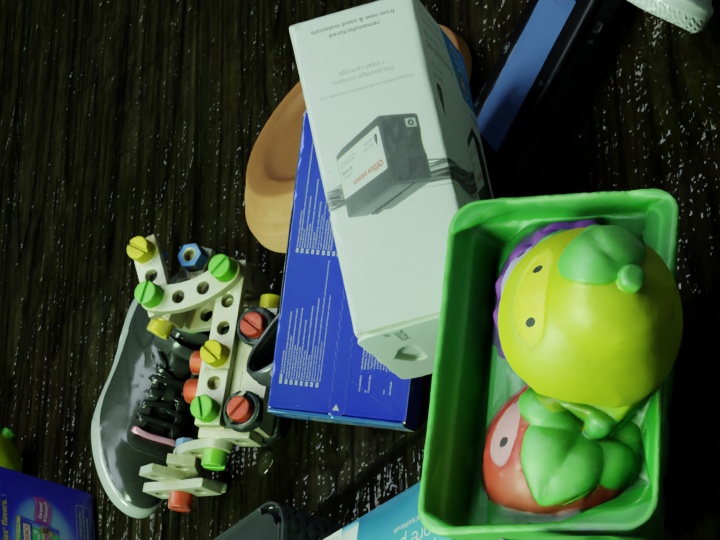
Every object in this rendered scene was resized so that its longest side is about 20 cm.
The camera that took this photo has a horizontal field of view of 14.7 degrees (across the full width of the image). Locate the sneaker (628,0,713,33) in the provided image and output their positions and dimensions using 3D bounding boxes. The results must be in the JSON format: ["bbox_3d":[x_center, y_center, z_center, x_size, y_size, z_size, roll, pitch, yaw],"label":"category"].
[{"bbox_3d":[0.190,-0.236,1.701,0.115,0.075,0.200,-57,27,28],"label":"sneaker"}]

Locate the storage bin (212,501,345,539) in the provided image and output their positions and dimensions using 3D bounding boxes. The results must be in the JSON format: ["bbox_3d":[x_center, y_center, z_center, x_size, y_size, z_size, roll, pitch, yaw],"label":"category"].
[{"bbox_3d":[-0.070,0.252,1.813,0.200,0.094,0.136,-39,40,45],"label":"storage bin"}]

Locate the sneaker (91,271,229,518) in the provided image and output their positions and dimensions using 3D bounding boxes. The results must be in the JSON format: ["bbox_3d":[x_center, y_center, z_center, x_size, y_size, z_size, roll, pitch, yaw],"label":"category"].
[{"bbox_3d":[-0.144,0.081,2.085,0.099,0.071,0.201,-39,35,51],"label":"sneaker"}]

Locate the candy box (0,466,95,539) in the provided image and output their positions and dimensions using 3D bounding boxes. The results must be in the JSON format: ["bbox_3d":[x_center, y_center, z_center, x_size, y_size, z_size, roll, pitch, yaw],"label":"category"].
[{"bbox_3d":[-0.303,0.226,2.132,0.077,0.199,0.169,-48,34,34],"label":"candy box"}]

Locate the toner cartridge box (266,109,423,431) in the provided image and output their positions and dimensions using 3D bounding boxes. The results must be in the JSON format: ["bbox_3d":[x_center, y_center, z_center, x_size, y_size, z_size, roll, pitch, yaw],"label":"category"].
[{"bbox_3d":[0.000,0.000,1.826,0.043,0.095,0.201,33,-116,-75],"label":"toner cartridge box"}]

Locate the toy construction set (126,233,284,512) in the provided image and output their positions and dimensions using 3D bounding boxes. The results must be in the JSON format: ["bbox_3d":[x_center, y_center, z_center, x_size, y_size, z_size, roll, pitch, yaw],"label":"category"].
[{"bbox_3d":[-0.112,0.073,2.001,0.131,0.092,0.201,-1,84,26],"label":"toy construction set"}]

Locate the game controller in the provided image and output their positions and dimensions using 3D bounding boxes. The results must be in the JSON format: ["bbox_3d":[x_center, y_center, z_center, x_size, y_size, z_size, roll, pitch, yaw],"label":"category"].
[{"bbox_3d":[0.112,-0.130,1.806,0.200,0.042,0.104,-62,28,12],"label":"game controller"}]

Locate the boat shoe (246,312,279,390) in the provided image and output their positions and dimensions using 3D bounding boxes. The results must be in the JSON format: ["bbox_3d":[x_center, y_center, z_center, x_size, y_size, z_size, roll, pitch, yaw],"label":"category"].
[{"bbox_3d":[-0.008,0.010,1.901,0.200,0.063,0.073,-56,30,24],"label":"boat shoe"}]

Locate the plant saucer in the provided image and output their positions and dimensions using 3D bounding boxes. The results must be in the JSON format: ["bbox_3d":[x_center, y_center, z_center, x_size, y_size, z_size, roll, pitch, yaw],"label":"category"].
[{"bbox_3d":[-0.010,-0.100,1.940,0.200,0.037,0.200,-35,29,22],"label":"plant saucer"}]

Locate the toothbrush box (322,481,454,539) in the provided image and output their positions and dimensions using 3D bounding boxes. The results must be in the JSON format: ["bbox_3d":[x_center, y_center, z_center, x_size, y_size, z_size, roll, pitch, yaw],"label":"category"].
[{"bbox_3d":[0.042,0.236,1.633,0.146,0.085,0.201,-34,44,47],"label":"toothbrush box"}]

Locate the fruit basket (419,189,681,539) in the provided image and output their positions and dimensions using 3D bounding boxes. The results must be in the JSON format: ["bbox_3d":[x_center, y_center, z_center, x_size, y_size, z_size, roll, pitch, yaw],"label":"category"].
[{"bbox_3d":[0.109,0.043,1.507,0.155,0.216,0.216,-4,63,21],"label":"fruit basket"}]

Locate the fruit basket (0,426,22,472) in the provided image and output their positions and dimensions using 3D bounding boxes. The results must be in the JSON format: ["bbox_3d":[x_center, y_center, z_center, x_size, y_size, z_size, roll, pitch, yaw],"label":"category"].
[{"bbox_3d":[-0.360,0.222,2.317,0.215,0.155,0.217,-6,84,63],"label":"fruit basket"}]

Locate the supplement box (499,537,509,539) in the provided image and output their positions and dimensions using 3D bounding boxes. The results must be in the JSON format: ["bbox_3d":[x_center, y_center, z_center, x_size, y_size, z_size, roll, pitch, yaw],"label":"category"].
[{"bbox_3d":[0.098,0.262,1.465,0.201,0.131,0.103,-63,28,9],"label":"supplement box"}]

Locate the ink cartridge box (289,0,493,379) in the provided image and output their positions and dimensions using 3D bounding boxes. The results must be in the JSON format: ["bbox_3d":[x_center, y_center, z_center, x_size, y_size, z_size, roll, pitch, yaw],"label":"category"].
[{"bbox_3d":[0.031,-0.049,1.711,0.083,0.145,0.201,-15,75,10],"label":"ink cartridge box"}]
